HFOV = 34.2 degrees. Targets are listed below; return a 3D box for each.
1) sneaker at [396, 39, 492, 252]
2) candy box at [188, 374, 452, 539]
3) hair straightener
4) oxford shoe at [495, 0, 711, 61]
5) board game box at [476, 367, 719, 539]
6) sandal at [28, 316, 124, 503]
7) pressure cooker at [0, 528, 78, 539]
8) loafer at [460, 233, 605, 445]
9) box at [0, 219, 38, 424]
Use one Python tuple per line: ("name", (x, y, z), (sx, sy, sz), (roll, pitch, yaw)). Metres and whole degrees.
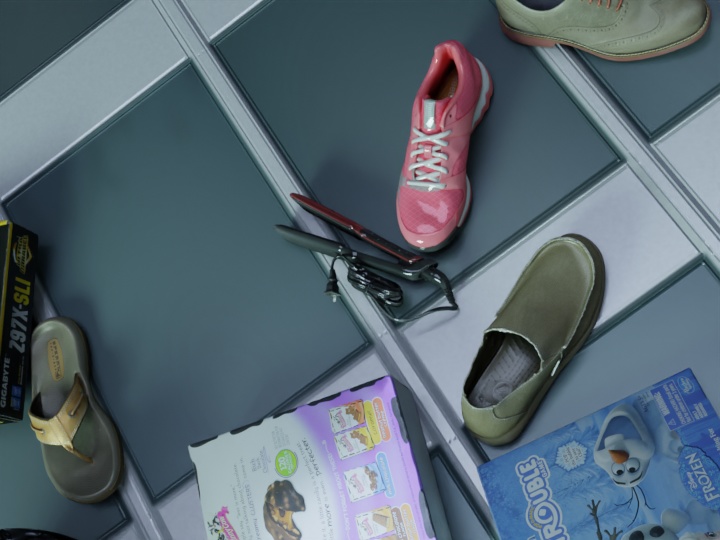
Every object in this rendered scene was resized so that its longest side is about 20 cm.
("sneaker", (0.066, -0.119, 1.079), (0.073, 0.087, 0.202), (7, 75, 22))
("candy box", (-0.034, 0.205, 1.016), (0.199, 0.072, 0.169), (-20, 68, 11))
("hair straightener", (0.000, 0.000, 1.095), (0.199, 0.041, 0.077), (28, 83, 20))
("oxford shoe", (0.217, -0.240, 1.073), (0.198, 0.075, 0.071), (4, 73, 20))
("board game box", (0.209, 0.198, 0.910), (0.198, 0.043, 0.201), (-28, 41, 9))
("sandal", (-0.289, 0.132, 1.136), (0.080, 0.054, 0.201), (-24, 67, 10))
("pressure cooker", (-0.286, 0.324, 1.007), (0.178, 0.176, 0.201), (31, 88, 21))
("loafer", (0.148, 0.055, 1.004), (0.076, 0.067, 0.201), (23, 81, 24))
("box", (-0.409, 0.061, 1.193), (0.159, 0.049, 0.202), (-8, 70, 24))
